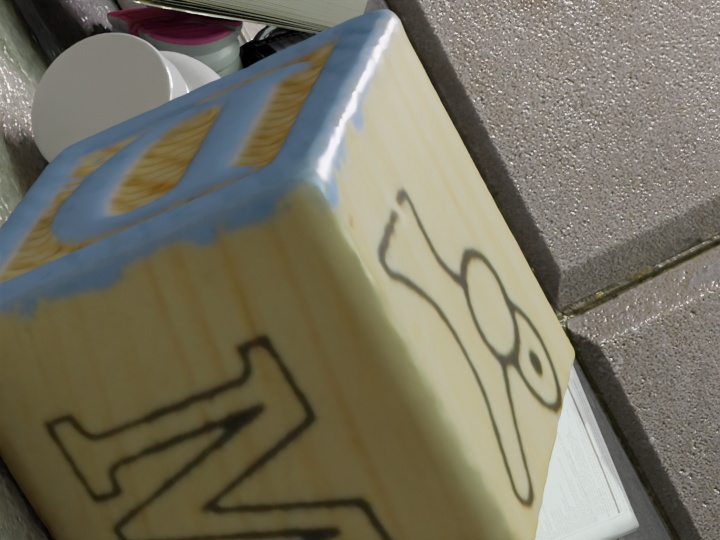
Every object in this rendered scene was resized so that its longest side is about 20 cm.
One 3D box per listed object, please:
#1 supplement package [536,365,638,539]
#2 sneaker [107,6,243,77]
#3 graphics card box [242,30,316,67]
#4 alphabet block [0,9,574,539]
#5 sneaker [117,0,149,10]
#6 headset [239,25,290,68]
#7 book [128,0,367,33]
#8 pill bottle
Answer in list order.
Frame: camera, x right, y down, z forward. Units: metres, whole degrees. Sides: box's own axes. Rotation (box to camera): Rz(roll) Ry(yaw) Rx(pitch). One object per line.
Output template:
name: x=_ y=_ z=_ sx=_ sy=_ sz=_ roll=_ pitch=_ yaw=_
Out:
supplement package: x=0.040 y=0.132 z=1.220 sx=0.200 sy=0.109 sz=0.114 roll=-12 pitch=77 yaw=-46
sneaker: x=-0.120 y=-0.128 z=1.436 sx=0.200 sy=0.081 sz=0.089 roll=-126 pitch=-151 yaw=-74
graphics card box: x=-0.016 y=-0.069 z=1.340 sx=0.200 sy=0.051 sz=0.126 roll=-138 pitch=-149 yaw=-67
alphabet block: x=-0.039 y=0.033 z=0.971 sx=0.200 sy=0.196 sz=0.195 roll=61 pitch=25 yaw=-19
sneaker: x=-0.114 y=-0.244 z=1.561 sx=0.200 sy=0.146 sz=0.081 roll=56 pitch=12 yaw=-37
headset: x=-0.063 y=-0.112 z=1.516 sx=0.094 sy=0.124 sz=0.200 roll=5 pitch=49 yaw=-41
book: x=-0.108 y=-0.192 z=1.361 sx=0.133 sy=0.048 sz=0.200 roll=24 pitch=12 yaw=38
pill bottle: x=-0.104 y=-0.055 z=1.216 sx=0.111 sy=0.111 sz=0.200 roll=68 pitch=10 yaw=25
